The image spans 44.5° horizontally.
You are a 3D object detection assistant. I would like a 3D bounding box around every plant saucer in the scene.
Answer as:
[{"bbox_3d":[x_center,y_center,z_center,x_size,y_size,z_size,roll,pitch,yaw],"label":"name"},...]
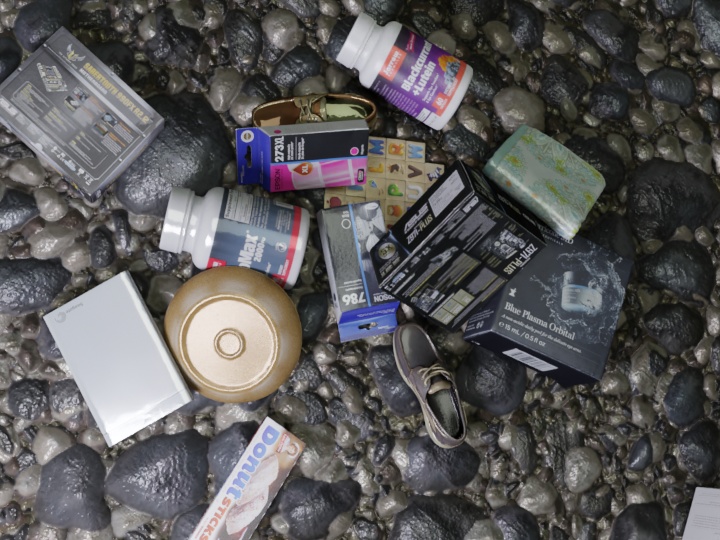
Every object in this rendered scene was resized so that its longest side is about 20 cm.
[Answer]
[{"bbox_3d":[-0.180,0.097,1.226,0.196,0.035,0.204,0,104,0],"label":"plant saucer"}]

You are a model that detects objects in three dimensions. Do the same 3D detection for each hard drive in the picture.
[{"bbox_3d":[-0.334,0.121,1.218,0.130,0.027,0.202,-28,88,-2],"label":"hard drive"}]

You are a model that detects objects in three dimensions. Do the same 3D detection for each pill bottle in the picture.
[{"bbox_3d":[-0.180,-0.052,1.257,0.196,0.120,0.122,13,77,-12],"label":"pill bottle"},{"bbox_3d":[0.066,-0.316,1.375,0.198,0.111,0.113,28,74,-8],"label":"pill bottle"}]

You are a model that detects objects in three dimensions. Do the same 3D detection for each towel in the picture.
[{"bbox_3d":[0.291,-0.145,1.374,0.170,0.048,0.200,37,38,8],"label":"towel"}]

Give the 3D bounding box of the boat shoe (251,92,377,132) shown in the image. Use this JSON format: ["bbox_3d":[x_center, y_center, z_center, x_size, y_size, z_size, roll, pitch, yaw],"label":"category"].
[{"bbox_3d":[-0.068,-0.240,1.342,0.196,0.074,0.077,-7,81,-12],"label":"boat shoe"}]

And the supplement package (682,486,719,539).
[{"bbox_3d":[0.577,0.457,1.366,0.118,0.121,0.203,25,75,-9],"label":"supplement package"}]

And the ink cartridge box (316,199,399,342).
[{"bbox_3d":[0.000,0.000,1.334,0.098,0.039,0.204,-11,86,-17],"label":"ink cartridge box"}]

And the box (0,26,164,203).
[{"bbox_3d":[-0.407,-0.223,1.265,0.199,0.048,0.159,41,72,-5],"label":"box"}]

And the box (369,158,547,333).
[{"bbox_3d":[0.138,-0.031,1.274,0.163,0.087,0.200,30,117,-30],"label":"box"}]

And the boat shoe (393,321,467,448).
[{"bbox_3d":[0.113,0.167,1.319,0.074,0.073,0.203,-25,87,-18],"label":"boat shoe"}]

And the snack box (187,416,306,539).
[{"bbox_3d":[-0.159,0.313,1.246,0.071,0.024,0.202,34,74,-5],"label":"snack box"}]

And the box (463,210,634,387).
[{"bbox_3d":[0.291,0.047,1.367,0.194,0.117,0.203,23,74,-10],"label":"box"}]

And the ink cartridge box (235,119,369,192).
[{"bbox_3d":[-0.086,-0.170,1.316,0.196,0.096,0.037,-5,37,-11],"label":"ink cartridge box"}]

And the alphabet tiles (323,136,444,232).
[{"bbox_3d":[0.039,-0.128,1.388,0.196,0.006,0.170,5,79,-14],"label":"alphabet tiles"}]
